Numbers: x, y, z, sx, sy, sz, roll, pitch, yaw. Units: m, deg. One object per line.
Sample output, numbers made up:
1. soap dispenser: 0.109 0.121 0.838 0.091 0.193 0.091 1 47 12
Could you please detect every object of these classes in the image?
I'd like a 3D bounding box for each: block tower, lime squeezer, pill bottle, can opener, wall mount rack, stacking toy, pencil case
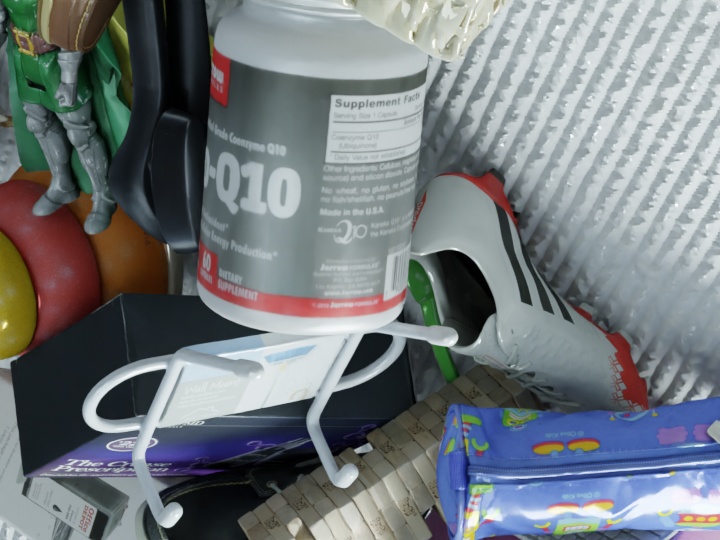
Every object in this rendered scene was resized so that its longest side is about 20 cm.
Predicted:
1. block tower: 0.023 0.126 1.558 0.054 0.199 0.058 60 171 -28
2. lime squeezer: 0.000 0.000 1.554 0.199 0.038 0.071 32 128 -20
3. pill bottle: -0.024 -0.077 1.403 0.113 0.114 0.202 14 109 28
4. can opener: -0.103 -0.110 1.477 0.078 0.063 0.202 -1 93 40
5. wall mount rack: -0.041 0.065 1.441 0.075 0.199 0.174 64 147 27
6. stacking toy: -0.218 0.005 1.607 0.146 0.199 0.147 19 119 40
7. pencil case: 0.141 0.107 1.472 0.198 0.079 0.087 -3 168 1

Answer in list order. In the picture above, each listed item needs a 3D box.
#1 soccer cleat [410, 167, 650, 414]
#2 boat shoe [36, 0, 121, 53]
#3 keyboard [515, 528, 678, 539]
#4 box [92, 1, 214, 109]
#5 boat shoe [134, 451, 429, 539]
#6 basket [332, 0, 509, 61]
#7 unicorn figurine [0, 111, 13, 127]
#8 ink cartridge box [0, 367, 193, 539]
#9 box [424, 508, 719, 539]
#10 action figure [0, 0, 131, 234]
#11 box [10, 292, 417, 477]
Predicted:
1. soccer cleat: 0.089 0.035 1.499 0.068 0.085 0.200 -15 118 46
2. boat shoe: -0.108 -0.192 1.397 0.067 0.072 0.201 32 116 3
3. keyboard: 0.101 0.131 1.559 0.200 0.056 0.011 26 150 50
4. box: -0.120 -0.114 1.546 0.075 0.050 0.200 -21 113 50
5. boat shoe: -0.043 0.142 1.610 0.068 0.199 0.072 -45 55 48
6. basket: 0.039 -0.217 1.251 0.135 0.124 0.201 30 141 9
7. unicorn figurine: -0.289 -0.145 1.628 0.137 0.074 0.200 33 167 41
8. ink cartridge box: -0.150 0.146 1.726 0.199 0.083 0.147 29 -173 30
9. box: 0.118 0.200 1.570 0.199 0.176 0.097 -3 127 41
10. action figure: -0.176 -0.116 1.511 0.118 0.055 0.201 16 133 32
11. box: -0.087 0.071 1.592 0.141 0.199 0.079 -33 62 50
